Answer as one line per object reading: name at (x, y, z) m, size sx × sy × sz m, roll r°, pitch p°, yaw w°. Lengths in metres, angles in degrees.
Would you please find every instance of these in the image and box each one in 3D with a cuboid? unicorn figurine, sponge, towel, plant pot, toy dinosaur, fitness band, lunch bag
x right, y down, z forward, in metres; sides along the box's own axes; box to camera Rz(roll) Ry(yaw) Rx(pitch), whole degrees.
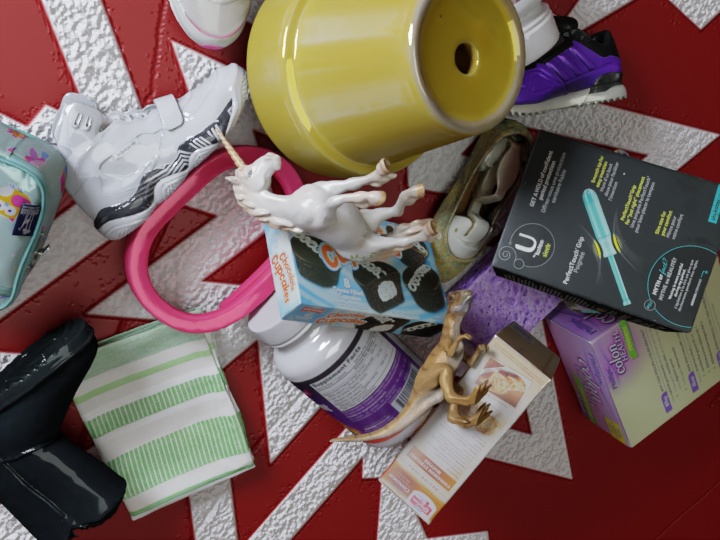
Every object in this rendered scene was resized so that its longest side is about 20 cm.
unicorn figurine at (-0.022, -0.055, 0.688) m, size 0.200 × 0.137 × 0.074 m, roll 46°, pitch 41°, yaw -37°
sponge at (0.195, 0.010, 0.936) m, size 0.200 × 0.030 × 0.112 m, roll -44°, pitch 118°, yaw -5°
towel at (-0.203, 0.150, 0.815) m, size 0.152 × 0.023 × 0.200 m, roll -21°, pitch 113°, yaw -15°
plant pot at (0.032, -0.180, 0.690) m, size 0.201 × 0.189 × 0.201 m, roll -6°, pitch 101°, yaw -37°
toy dinosaur at (0.072, 0.117, 0.775) m, size 0.200 × 0.106 × 0.060 m, roll -58°, pitch 146°, yaw -3°
fitness band at (-0.136, -0.032, 0.770) m, size 0.200 × 0.037 × 0.144 m, roll -46°, pitch 115°, yaw -12°
lunch bag at (-0.349, -0.055, 0.633) m, size 0.200 × 0.077 × 0.161 m, roll 22°, pitch 112°, yaw -17°

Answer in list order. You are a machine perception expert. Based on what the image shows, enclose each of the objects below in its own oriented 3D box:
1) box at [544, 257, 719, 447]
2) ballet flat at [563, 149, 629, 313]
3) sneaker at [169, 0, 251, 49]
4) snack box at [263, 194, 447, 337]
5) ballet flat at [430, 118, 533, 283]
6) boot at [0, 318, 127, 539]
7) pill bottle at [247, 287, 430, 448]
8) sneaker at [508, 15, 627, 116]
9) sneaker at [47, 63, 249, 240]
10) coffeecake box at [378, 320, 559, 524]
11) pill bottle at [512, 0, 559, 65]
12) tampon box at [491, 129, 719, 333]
box at (0.362, 0.086, 0.995) m, size 0.200 × 0.097 × 0.176 m, roll -34°, pitch 116°, yaw -11°
ballet flat at (0.297, -0.043, 0.910) m, size 0.072 × 0.072 × 0.201 m, roll 19°, pitch 87°, yaw -27°
sneaker at (-0.121, -0.293, 0.672) m, size 0.081 × 0.088 × 0.200 m, roll -1°, pitch 107°, yaw -23°
snack box at (0.000, 0.000, 0.781) m, size 0.200 × 0.116 × 0.037 m, roll 10°, pitch 145°, yaw -40°
ballet flat at (0.130, -0.073, 0.862) m, size 0.071 × 0.071 × 0.200 m, roll 22°, pitch 97°, yaw -27°
boot at (-0.280, 0.159, 0.746) m, size 0.200 × 0.076 × 0.168 m, roll -39°, pitch 115°, yaw 6°
pill bottle at (-0.020, 0.089, 0.824) m, size 0.111 × 0.111 × 0.200 m, roll -47°, pitch 117°, yaw -3°
sneaker at (0.197, -0.222, 0.848) m, size 0.200 × 0.070 × 0.100 m, roll -13°, pitch 104°, yaw -23°
sneaker at (-0.196, -0.131, 0.698) m, size 0.200 × 0.075 × 0.115 m, roll -47°, pitch 120°, yaw 0°
coffeecake box at (0.124, 0.160, 0.862) m, size 0.073 × 0.153 × 0.200 m, roll 39°, pitch 102°, yaw 12°
pill bottle at (0.111, -0.296, 0.756) m, size 0.114 × 0.114 × 0.200 m, roll -36°, pitch 116°, yaw -9°
tampon box at (0.256, -0.036, 0.820) m, size 0.200 × 0.126 × 0.150 m, roll 20°, pitch 90°, yaw 12°
